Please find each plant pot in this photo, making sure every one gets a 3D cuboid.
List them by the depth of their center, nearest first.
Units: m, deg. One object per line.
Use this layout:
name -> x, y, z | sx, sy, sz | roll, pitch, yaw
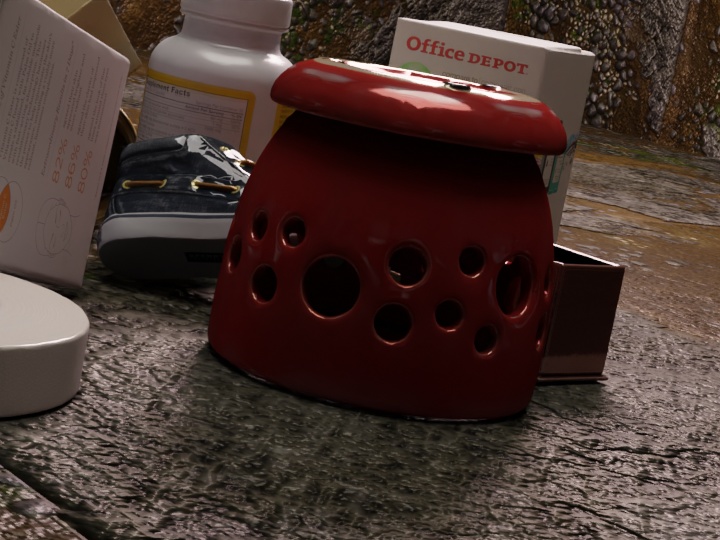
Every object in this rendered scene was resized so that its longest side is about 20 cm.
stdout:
plant pot -> 0.020, -0.026, 1.051 | 0.199, 0.184, 0.200 | 10, 7, -1

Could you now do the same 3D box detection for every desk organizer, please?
desk organizer -> 0.080, 0.010, 1.210 | 0.071, 0.077, 0.199 | 2, 13, -43

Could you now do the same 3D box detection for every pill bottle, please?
pill bottle -> -0.106, -0.105, 1.299 | 0.111, 0.201, 0.112 | 11, 9, -2

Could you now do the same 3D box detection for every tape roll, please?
tape roll -> -0.235, 0.026, 0.881 | 0.201, 0.037, 0.203 | 11, 10, -2

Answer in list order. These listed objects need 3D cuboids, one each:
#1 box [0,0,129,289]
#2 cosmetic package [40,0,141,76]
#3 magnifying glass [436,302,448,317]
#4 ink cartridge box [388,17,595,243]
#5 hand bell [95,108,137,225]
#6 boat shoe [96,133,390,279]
box -> -0.230, -0.081, 1.041 | 0.106, 0.153, 0.200 | 11, -4, 14
cosmetic package -> -0.270, -0.127, 1.293 | 0.105, 0.071, 0.200 | 19, 54, 45
magnifying glass -> 0.000, 0.000, 1.227 | 0.022, 0.080, 0.199 | 11, -3, -38
ink cartridge box -> 0.104, -0.113, 1.585 | 0.146, 0.201, 0.146 | 14, 10, 22
hand bell -> -0.194, -0.094, 1.438 | 0.103, 0.105, 0.200 | 13, 8, 10
boat shoe -> -0.075, -0.044, 1.197 | 0.199, 0.091, 0.071 | 3, -32, 4
